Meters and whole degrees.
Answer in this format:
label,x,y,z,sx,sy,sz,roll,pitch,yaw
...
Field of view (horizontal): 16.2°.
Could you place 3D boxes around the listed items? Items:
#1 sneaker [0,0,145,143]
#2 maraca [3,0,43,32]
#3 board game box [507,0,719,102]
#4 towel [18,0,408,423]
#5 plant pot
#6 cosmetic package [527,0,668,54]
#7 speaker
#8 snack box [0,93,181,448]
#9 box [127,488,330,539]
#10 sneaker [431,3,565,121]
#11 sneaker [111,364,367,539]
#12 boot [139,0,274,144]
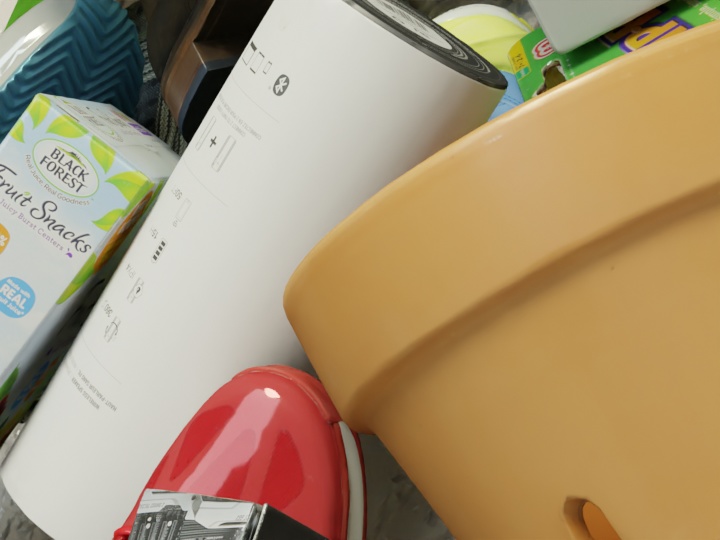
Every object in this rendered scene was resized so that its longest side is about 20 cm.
label,x,y,z,sx,sy,sz,roll,pitch,yaw
sneaker,-0.163,-0.043,1.034,0.200,0.076,0.081,-51,51,25
maraca,-0.118,-0.168,1.096,0.137,0.106,0.201,163,127,-76
board game box,0.145,-0.092,0.820,0.199,0.030,0.096,-24,27,7
towel,-0.057,-0.045,1.031,0.199,0.034,0.194,-21,50,34
plant pot,0.095,0.031,0.734,0.199,0.200,0.141,-31,76,24
cosmetic package,0.134,-0.159,0.840,0.199,0.072,0.102,-27,21,11
speaker,-0.037,0.003,0.822,0.201,0.081,0.081,-59,42,11
snack box,-0.124,0.008,0.906,0.143,0.053,0.200,-54,1,3
box,-0.008,0.171,0.726,0.050,0.200,0.159,2,67,41
sneaker,0.000,0.000,0.882,0.200,0.076,0.105,-41,65,6
sneaker,-0.068,0.120,0.734,0.078,0.115,0.201,20,91,24
boot,-0.040,-0.143,0.933,0.097,0.074,0.200,59,137,25
